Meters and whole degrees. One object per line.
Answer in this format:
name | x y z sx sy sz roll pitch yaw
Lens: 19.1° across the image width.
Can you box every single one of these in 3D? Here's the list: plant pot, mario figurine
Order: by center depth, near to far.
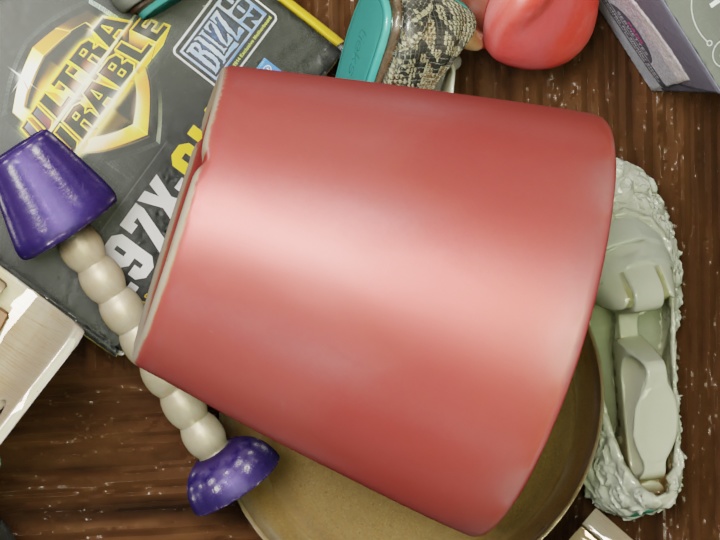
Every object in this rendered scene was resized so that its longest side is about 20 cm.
plant pot | 0.000 0.000 0.971 0.177 0.200 0.201 18 90 -6
plant pot | 0.027 0.071 1.088 0.199 0.027 0.201 -5 67 12
mario figurine | 0.034 -0.173 1.106 0.200 0.124 0.106 34 49 -3

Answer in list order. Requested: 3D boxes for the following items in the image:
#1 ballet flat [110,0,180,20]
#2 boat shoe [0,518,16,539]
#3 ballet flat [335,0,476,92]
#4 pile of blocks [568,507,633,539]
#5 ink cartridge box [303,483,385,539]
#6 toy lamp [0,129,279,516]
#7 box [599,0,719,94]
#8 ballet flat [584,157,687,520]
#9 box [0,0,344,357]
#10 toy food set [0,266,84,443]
ballet flat | -0.040 -0.188 1.021 0.199 0.067 0.064 -26 93 7
boat shoe | -0.262 0.174 1.063 0.199 0.073 0.065 -14 85 -14
ballet flat | 0.002 -0.054 1.079 0.075 0.068 0.200 12 120 -31
pile of blocks | 0.172 0.213 1.142 0.200 0.082 0.062 43 84 -11
ink cartridge box | -0.004 0.183 1.121 0.200 0.050 0.109 -45 100 -5
toy lamp | -0.112 0.023 1.040 0.058 0.058 0.200 -35 101 -8
box | 0.155 -0.201 1.091 0.115 0.132 0.200 -34 99 -4
ballet flat | 0.148 0.035 1.137 0.071 0.072 0.201 -7 94 -11
box | -0.129 -0.082 1.083 0.160 0.049 0.200 37 85 -13
toy food set | -0.244 0.023 0.937 0.200 0.060 0.144 38 85 -12
